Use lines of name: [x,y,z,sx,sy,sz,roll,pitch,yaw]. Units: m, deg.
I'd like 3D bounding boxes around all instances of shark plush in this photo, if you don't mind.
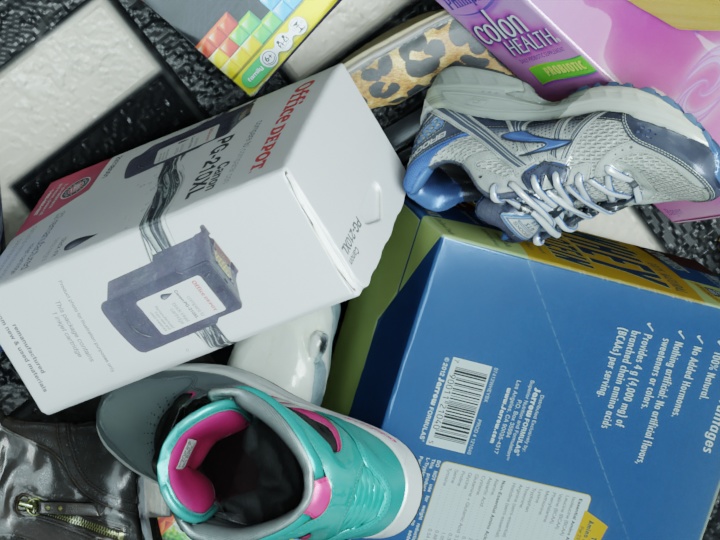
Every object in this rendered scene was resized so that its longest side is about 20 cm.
shark plush: [-0.046,0.046,1.586,0.091,0.083,0.200,9,84,17]

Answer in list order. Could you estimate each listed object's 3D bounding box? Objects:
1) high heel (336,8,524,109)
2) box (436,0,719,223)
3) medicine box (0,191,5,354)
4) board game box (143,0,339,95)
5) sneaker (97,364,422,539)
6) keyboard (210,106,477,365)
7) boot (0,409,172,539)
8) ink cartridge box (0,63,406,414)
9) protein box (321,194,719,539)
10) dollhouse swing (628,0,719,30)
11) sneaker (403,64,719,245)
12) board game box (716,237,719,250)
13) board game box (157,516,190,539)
high heel: [0.075,-0.084,1.578,0.200,0.071,0.143,-25,99,-7]
box: [0.172,-0.158,1.526,0.200,0.097,0.176,42,75,-12]
medicine box: [-0.301,-0.041,1.547,0.200,0.103,0.182,-4,105,-4]
board game box: [-0.056,-0.225,1.535,0.165,0.057,0.200,40,98,-14]
sneaker: [-0.080,0.095,1.462,0.200,0.121,0.084,13,91,31]
keyboard: [0.000,0.000,1.624,0.200,0.021,0.127,-32,104,5]
boot: [-0.193,0.161,1.595,0.174,0.069,0.200,1,93,-3]
ink cartridge box: [-0.088,-0.018,1.508,0.200,0.145,0.084,-21,111,22]
protein box: [0.093,0.079,1.575,0.200,0.135,0.199,14,101,-16]
dollhouse swing: [0.174,-0.250,1.400,0.176,0.182,0.200,34,77,-31]
sneaker: [0.106,-0.048,1.474,0.077,0.200,0.085,49,61,-41]
board game box: [0.282,-0.045,1.541,0.057,0.200,0.165,28,102,-12]
board game box: [-0.130,0.162,1.647,0.126,0.035,0.200,34,99,-13]
